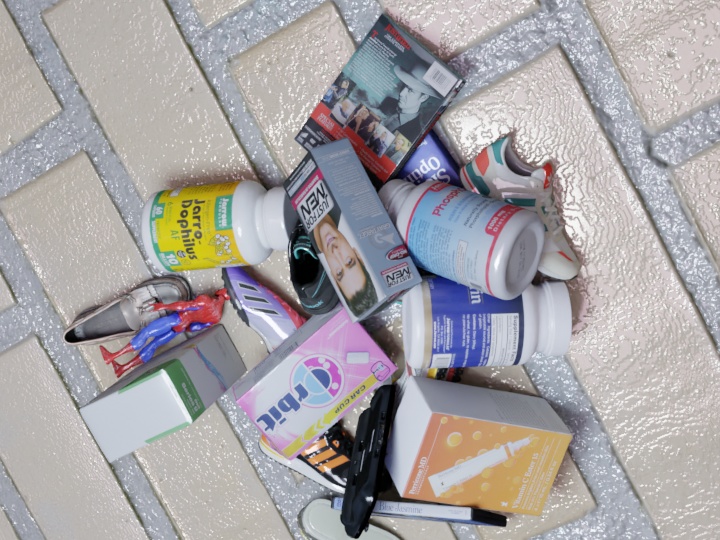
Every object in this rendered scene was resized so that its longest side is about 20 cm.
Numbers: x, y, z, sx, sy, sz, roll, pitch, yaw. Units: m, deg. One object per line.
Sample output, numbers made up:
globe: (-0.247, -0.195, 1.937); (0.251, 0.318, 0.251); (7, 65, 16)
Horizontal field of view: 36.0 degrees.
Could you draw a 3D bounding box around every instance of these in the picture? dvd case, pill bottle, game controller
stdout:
dvd case: (0.079, 0.320, 1.465); (0.199, 0.143, 0.018); (-2, 74, 26)
pill bottle: (-0.180, -0.060, 1.475); (0.199, 0.113, 0.113); (-4, 102, 18)
pill bottle: (0.113, -0.045, 1.338); (0.199, 0.109, 0.109); (21, 109, 32)
game controller: (0.014, 0.240, 1.411); (0.042, 0.201, 0.104); (23, 132, -11)
pill bottle: (0.156, 0.062, 1.378); (0.199, 0.116, 0.116); (-1, 104, -5)
dvd case: (0.022, -0.202, 1.403); (0.146, 0.022, 0.200); (42, 108, 20)

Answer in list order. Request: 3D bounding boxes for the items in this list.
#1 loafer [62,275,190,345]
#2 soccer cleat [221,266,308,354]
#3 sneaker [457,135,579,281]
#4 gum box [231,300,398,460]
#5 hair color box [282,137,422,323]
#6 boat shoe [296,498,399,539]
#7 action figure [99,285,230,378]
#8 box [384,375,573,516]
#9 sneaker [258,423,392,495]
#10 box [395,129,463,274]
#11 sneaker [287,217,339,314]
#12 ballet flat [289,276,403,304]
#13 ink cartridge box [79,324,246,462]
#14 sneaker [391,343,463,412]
loafer: (-0.335, 0.067, 1.578); (0.199, 0.063, 0.072); (-21, 97, 20)
soccer cleat: (-0.115, 0.065, 1.516); (0.073, 0.068, 0.200); (-34, 93, 8)
sneaker: (0.216, -0.079, 1.373); (0.200, 0.070, 0.093); (48, 117, 4)
gum box: (-0.066, 0.146, 1.464); (0.200, 0.066, 0.114); (-41, 106, -1)
hair color box: (-0.013, -0.048, 1.349); (0.201, 0.060, 0.099); (62, 148, 9)
boat shoe: (-0.001, 0.392, 1.558); (0.201, 0.072, 0.060); (36, 151, -7)
action figure: (-0.263, 0.075, 1.539); (0.199, 0.052, 0.066); (-28, 138, -4)
box: (0.147, 0.223, 1.407); (0.199, 0.098, 0.125); (11, 109, -19)
sneaker: (-0.044, 0.241, 1.528); (0.199, 0.070, 0.090); (21, 111, 13)
box: (0.076, -0.103, 1.432); (0.121, 0.032, 0.200); (-36, 92, 21)
sneaker: (-0.051, -0.047, 1.425); (0.075, 0.079, 0.201); (-4, 71, 22)
ballet flat: (0.000, 0.000, 1.463); (0.199, 0.069, 0.072); (9, 100, 19)
ink cartridge box: (-0.263, 0.163, 1.508); (0.145, 0.200, 0.088); (-26, 98, 20)
sneaker: (0.081, 0.179, 1.485); (0.082, 0.078, 0.201); (25, 113, 36)
